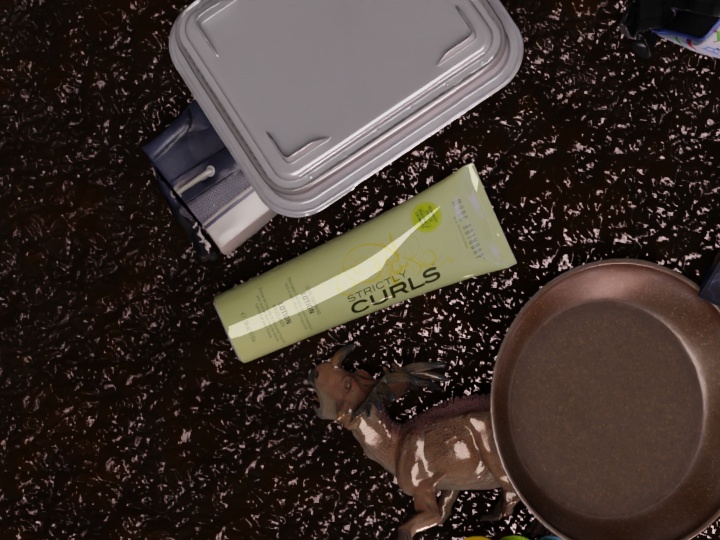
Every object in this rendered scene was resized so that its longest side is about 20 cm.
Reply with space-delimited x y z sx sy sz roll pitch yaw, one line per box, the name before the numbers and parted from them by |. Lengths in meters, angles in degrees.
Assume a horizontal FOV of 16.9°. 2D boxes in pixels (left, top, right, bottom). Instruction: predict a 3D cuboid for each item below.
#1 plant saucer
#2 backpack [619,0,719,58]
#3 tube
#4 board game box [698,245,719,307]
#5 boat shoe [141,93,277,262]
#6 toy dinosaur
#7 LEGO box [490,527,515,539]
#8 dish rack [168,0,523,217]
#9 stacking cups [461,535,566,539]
plant saucer | 0.173 0.093 1.640 0.200 0.037 0.201 2 84 -20
backpack | 0.260 -0.207 1.516 0.154 0.191 0.200 12 103 -3
tube | 0.000 0.000 1.645 0.200 0.052 0.058 -23 144 1
board game box | 0.321 -0.028 1.582 0.135 0.035 0.200 24 136 1
boat shoe | -0.052 -0.100 1.609 0.200 0.075 0.093 -37 85 -2
toy dinosaur | 0.069 0.113 1.658 0.200 0.086 0.136 -5 98 -4
LEGO box | 0.099 0.308 1.706 0.149 0.077 0.200 -32 102 8
dish rack | -0.014 -0.150 1.563 0.200 0.044 0.172 -33 72 1
stacking cups | 0.143 0.206 1.630 0.200 0.060 0.061 5 110 -45
